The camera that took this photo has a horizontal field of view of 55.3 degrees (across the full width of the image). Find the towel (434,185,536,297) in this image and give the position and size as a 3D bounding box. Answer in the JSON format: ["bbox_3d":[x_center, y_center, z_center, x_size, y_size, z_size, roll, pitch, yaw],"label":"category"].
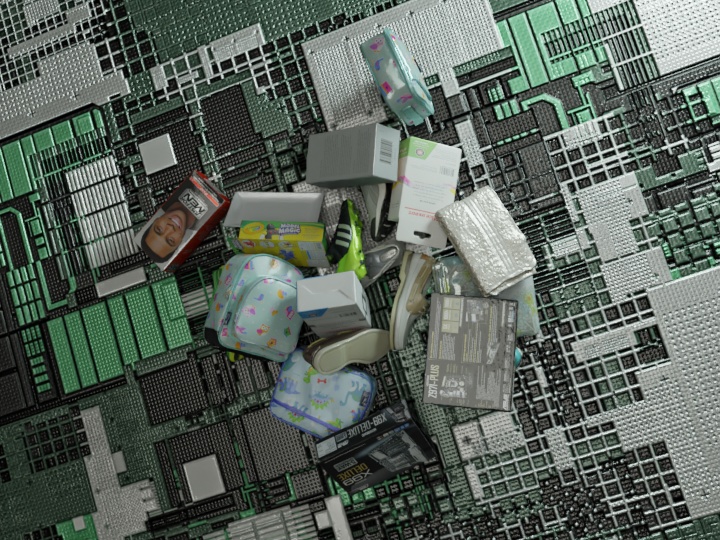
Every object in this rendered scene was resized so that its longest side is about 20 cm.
[{"bbox_3d":[0.242,-0.056,1.316,0.131,0.035,0.202,-26,76,-17],"label":"towel"}]

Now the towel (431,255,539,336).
[{"bbox_3d":[0.245,0.051,1.352,0.197,0.048,0.174,-7,89,-3],"label":"towel"}]

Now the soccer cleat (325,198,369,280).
[{"bbox_3d":[-0.032,-0.060,1.369,0.080,0.068,0.202,-19,50,17],"label":"soccer cleat"}]

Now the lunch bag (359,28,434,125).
[{"bbox_3d":[0.080,-0.369,1.339,0.076,0.200,0.162,-28,83,17],"label":"lunch bag"}]

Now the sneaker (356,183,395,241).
[{"bbox_3d":[0.031,-0.159,1.404,0.078,0.074,0.203,-3,86,29],"label":"sneaker"}]

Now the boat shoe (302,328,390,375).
[{"bbox_3d":[-0.022,0.151,1.349,0.059,0.198,0.073,21,117,46],"label":"boat shoe"}]

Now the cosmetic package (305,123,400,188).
[{"bbox_3d":[-0.018,-0.222,1.356,0.198,0.071,0.103,3,87,45],"label":"cosmetic package"}]

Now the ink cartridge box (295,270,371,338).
[{"bbox_3d":[-0.046,0.074,1.343,0.114,0.200,0.068,-9,68,7],"label":"ink cartridge box"}]

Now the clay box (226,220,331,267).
[{"bbox_3d":[-0.162,-0.054,1.395,0.197,0.115,0.048,3,64,9],"label":"clay box"}]

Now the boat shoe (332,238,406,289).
[{"bbox_3d":[0.000,0.000,1.390,0.199,0.069,0.071,-36,84,10],"label":"boat shoe"}]

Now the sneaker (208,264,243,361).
[{"bbox_3d":[-0.268,0.088,1.439,0.083,0.074,0.203,-3,94,42],"label":"sneaker"}]

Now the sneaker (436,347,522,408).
[{"bbox_3d":[0.223,0.202,1.341,0.199,0.080,0.078,-31,83,7],"label":"sneaker"}]

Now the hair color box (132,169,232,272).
[{"bbox_3d":[-0.376,-0.103,1.462,0.101,0.061,0.200,42,94,8],"label":"hair color box"}]

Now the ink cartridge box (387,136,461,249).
[{"bbox_3d":[0.123,-0.149,1.363,0.116,0.067,0.203,10,87,-18],"label":"ink cartridge box"}]

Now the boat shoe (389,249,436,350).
[{"bbox_3d":[0.104,0.063,1.369,0.067,0.075,0.203,10,86,11],"label":"boat shoe"}]

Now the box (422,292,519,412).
[{"bbox_3d":[0.201,0.151,1.265,0.161,0.086,0.203,4,83,6],"label":"box"}]

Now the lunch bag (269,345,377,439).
[{"bbox_3d":[-0.075,0.255,1.386,0.198,0.082,0.163,23,93,11],"label":"lunch bag"}]

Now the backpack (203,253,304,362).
[{"bbox_3d":[-0.196,0.066,1.348,0.174,0.152,0.203,21,72,-33],"label":"backpack"}]

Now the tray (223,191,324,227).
[{"bbox_3d":[-0.178,-0.121,1.432,0.197,0.022,0.108,2,49,9],"label":"tray"}]

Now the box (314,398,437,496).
[{"bbox_3d":[0.031,0.346,1.328,0.198,0.158,0.050,-26,43,6],"label":"box"}]
